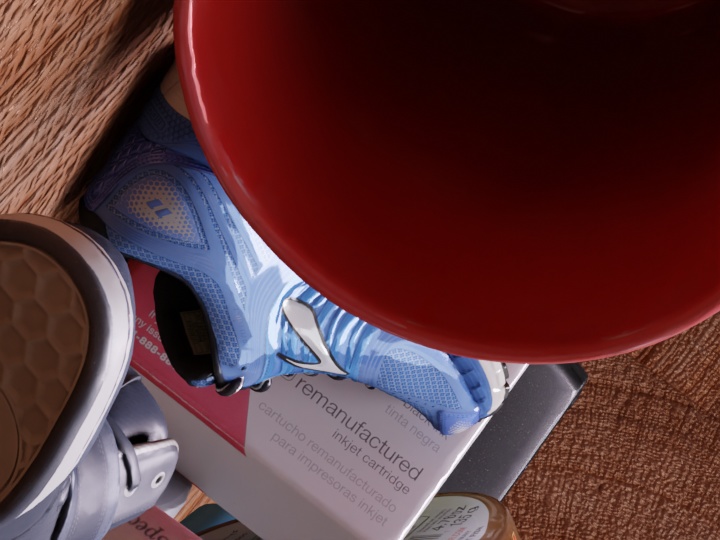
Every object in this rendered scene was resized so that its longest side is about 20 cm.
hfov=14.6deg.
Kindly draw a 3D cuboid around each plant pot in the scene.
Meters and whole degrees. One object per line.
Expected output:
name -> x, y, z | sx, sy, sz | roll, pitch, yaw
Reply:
plant pot -> 0.060, -0.101, 0.862 | 0.201, 0.200, 0.177 | -58, -176, 36
plant pot -> 0.034, 0.073, 1.777 | 0.200, 0.177, 0.200 | -53, 175, 2

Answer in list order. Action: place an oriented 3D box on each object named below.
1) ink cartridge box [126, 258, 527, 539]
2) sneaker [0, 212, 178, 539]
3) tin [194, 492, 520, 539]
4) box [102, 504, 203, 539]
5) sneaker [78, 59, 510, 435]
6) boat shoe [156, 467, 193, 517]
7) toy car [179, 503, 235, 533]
ink cartridge box -> 0.000, 0.000, 1.093 | 0.200, 0.146, 0.083 | -53, -179, -22
sneaker -> -0.093, 0.034, 0.778 | 0.146, 0.077, 0.202 | -31, 168, -50
tin -> -0.020, 0.132, 1.166 | 0.200, 0.042, 0.112 | -10, -168, 37
box -> -0.144, 0.153, 0.892 | 0.200, 0.128, 0.109 | -52, 174, -32
sneaker -> -0.025, 0.005, 0.974 | 0.089, 0.200, 0.079 | -42, -139, 9
boat shoe -> -0.111, 0.086, 1.121 | 0.070, 0.071, 0.200 | -55, -177, 11
toy car -> -0.148, 0.242, 1.583 | 0.184, 0.177, 0.200 | -36, -164, -31
